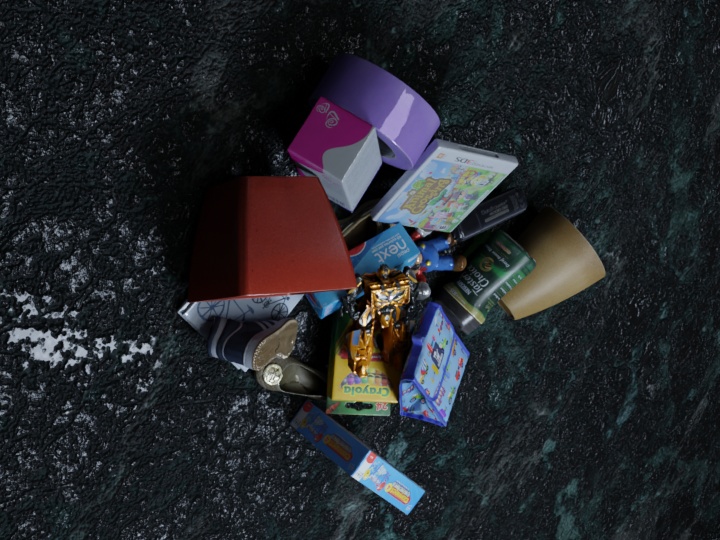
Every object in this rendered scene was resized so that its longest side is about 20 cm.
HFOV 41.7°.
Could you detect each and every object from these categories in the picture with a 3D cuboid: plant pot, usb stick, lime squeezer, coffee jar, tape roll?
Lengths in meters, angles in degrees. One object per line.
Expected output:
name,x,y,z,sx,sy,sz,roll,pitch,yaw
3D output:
plant pot,-0.144,-0.048,1.447,0.199,0.200,0.177,-4,88,-34
usb stick,0.246,-0.110,1.825,0.199,0.033,0.056,-25,95,-35
lime squeezer,0.226,-0.093,1.868,0.070,0.038,0.201,5,108,-8
plant pot,0.363,0.003,1.940,0.200,0.186,0.187,-39,131,-1
coffee jar,0.241,0.024,1.852,0.200,0.104,0.085,-48,152,3
tape roll,0.021,-0.250,1.504,0.200,0.200,0.085,38,82,-43

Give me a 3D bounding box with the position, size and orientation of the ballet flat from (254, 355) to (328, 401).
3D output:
ballet flat,-0.107,0.198,1.692,0.200,0.046,0.068,26,90,-44

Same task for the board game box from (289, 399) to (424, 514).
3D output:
board game box,-0.007,0.342,1.735,0.056,0.200,0.196,-53,132,-7

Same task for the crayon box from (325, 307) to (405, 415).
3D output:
crayon box,0.009,0.164,1.696,0.126,0.051,0.201,3,93,-13

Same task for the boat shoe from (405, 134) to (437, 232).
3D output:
boat shoe,0.115,-0.164,1.689,0.067,0.057,0.201,-18,105,-32

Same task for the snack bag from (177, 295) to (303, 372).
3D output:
snack bag,-0.187,0.044,1.576,0.200,0.021,0.189,-53,134,-13

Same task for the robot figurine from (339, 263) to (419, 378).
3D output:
robot figurine,0.036,0.082,1.600,0.144,0.058,0.201,-9,124,-22

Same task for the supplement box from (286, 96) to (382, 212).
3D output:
supplement box,-0.037,-0.178,1.486,0.104,0.101,0.200,-58,172,-5

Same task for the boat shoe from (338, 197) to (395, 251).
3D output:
boat shoe,0.006,-0.069,1.662,0.199,0.063,0.074,-28,124,-29

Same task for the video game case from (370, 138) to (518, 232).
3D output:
video game case,0.141,-0.138,1.606,0.181,0.022,0.200,6,143,-36

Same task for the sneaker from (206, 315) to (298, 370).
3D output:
sneaker,-0.180,0.108,1.556,0.200,0.108,0.071,-22,123,-72

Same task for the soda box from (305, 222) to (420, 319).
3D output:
soda box,0.000,0.000,1.626,0.199,0.068,0.064,-29,165,-16

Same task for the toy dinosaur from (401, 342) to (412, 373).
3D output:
toy dinosaur,0.037,0.120,1.757,0.200,0.102,0.136,-44,117,11

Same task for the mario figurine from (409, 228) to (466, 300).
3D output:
mario figurine,0.119,-0.023,1.743,0.199,0.123,0.106,-15,138,-41

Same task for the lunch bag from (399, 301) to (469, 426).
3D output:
lunch bag,0.115,0.158,1.660,0.200,0.094,0.151,65,41,-55
